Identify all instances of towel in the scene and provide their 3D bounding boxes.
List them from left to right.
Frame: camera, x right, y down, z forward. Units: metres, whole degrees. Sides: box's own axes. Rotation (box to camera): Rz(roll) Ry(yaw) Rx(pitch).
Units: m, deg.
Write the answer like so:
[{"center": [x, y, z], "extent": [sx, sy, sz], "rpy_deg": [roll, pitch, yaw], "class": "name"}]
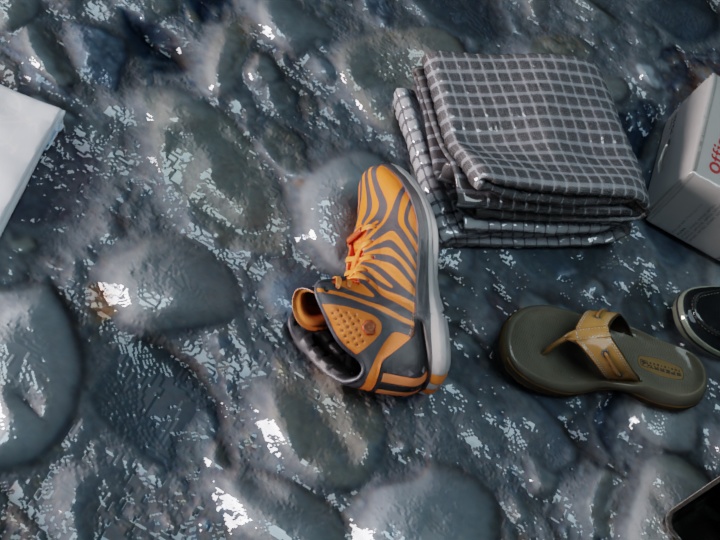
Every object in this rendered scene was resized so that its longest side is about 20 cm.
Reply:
[{"center": [0.142, -0.110, 1.249], "extent": [0.200, 0.086, 0.166], "rpy_deg": [1, 58, -26], "class": "towel"}]

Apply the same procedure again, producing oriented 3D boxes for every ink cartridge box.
[{"center": [0.378, -0.072, 1.343], "extent": [0.200, 0.085, 0.146], "rpy_deg": [27, 51, -6], "class": "ink cartridge box"}]

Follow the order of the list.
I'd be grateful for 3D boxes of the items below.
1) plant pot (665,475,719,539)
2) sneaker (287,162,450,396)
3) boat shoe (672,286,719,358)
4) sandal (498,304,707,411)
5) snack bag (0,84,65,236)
[{"center": [0.402, 0.196, 1.118], "extent": [0.177, 0.200, 0.200], "rpy_deg": [-21, 70, -46], "class": "plant pot"}, {"center": [0.000, 0.000, 1.111], "extent": [0.112, 0.078, 0.200], "rpy_deg": [4, 58, -25], "class": "sneaker"}, {"center": [0.369, 0.044, 1.276], "extent": [0.200, 0.062, 0.075], "rpy_deg": [10, 57, -19], "class": "boat shoe"}, {"center": [0.207, 0.068, 1.183], "extent": [0.200, 0.055, 0.082], "rpy_deg": [15, 54, -17], "class": "sandal"}, {"center": [-0.334, -0.091, 1.042], "extent": [0.200, 0.021, 0.189], "rpy_deg": [25, 51, -10], "class": "snack bag"}]
